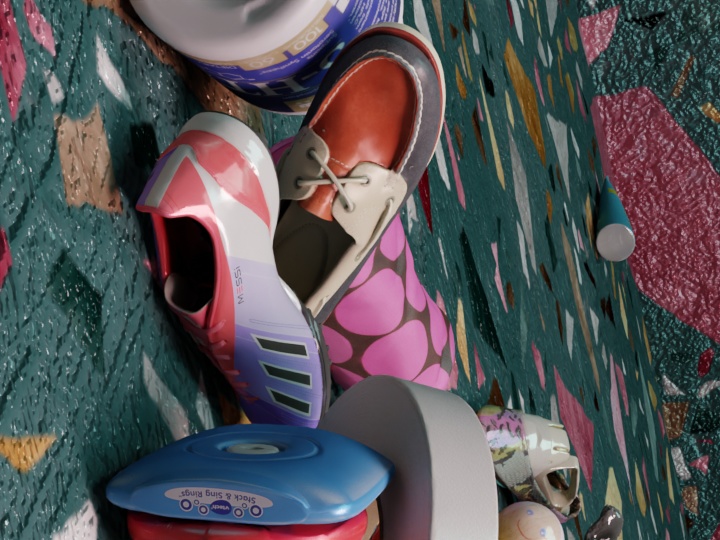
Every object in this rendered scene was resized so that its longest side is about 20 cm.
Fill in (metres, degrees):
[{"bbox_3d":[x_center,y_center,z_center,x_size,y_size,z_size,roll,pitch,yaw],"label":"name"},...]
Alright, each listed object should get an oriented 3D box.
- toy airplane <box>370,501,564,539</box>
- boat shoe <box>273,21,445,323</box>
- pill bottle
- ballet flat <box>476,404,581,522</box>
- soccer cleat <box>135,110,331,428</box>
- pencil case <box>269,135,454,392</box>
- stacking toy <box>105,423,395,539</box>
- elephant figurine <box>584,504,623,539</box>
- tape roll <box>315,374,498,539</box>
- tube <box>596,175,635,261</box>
[{"bbox_3d":[0.059,0.189,1.281,0.201,0.140,0.199,61,-2,-16],"label":"toy airplane"},{"bbox_3d":[-0.016,-0.038,1.136,0.201,0.071,0.063,-60,174,35],"label":"boat shoe"},{"bbox_3d":[-0.042,-0.149,1.171,0.200,0.119,0.121,30,51,-72],"label":"pill bottle"},{"bbox_3d":[0.147,0.162,1.835,0.200,0.070,0.070,58,25,-57],"label":"ballet flat"},{"bbox_3d":[-0.066,0.019,1.090,0.073,0.068,0.201,-49,140,-39],"label":"soccer cleat"},{"bbox_3d":[0.000,0.000,1.309,0.201,0.090,0.094,67,18,-50],"label":"pencil case"},{"bbox_3d":[-0.050,0.177,0.970,0.110,0.115,0.202,-27,120,-74],"label":"stacking toy"},{"bbox_3d":[0.151,0.280,1.672,0.156,0.141,0.199,54,19,25],"label":"elephant figurine"},{"bbox_3d":[0.003,0.151,1.032,0.203,0.037,0.204,-50,-149,46],"label":"tape roll"},{"bbox_3d":[0.335,-0.064,2.893,0.200,0.050,0.078,-76,160,-72],"label":"tube"}]
